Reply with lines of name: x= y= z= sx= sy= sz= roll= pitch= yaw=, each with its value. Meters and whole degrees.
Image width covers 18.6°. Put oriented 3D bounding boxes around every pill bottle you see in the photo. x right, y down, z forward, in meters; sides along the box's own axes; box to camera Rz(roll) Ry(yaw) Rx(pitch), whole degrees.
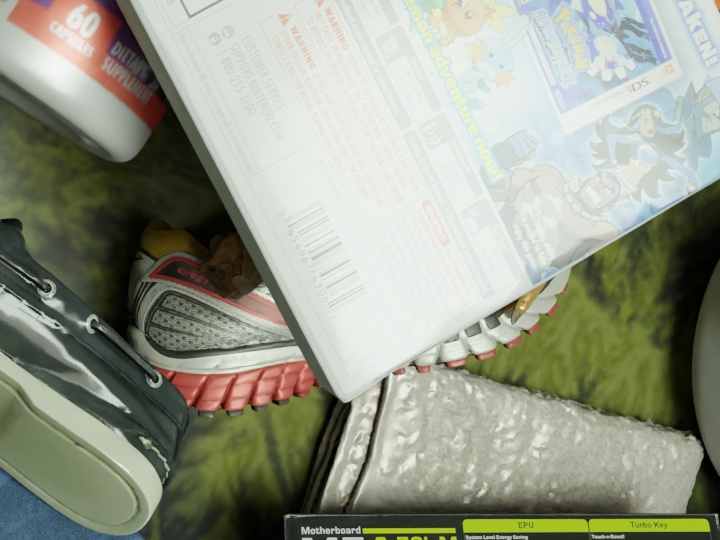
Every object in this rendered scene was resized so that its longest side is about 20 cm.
pill bottle: x=-0.077 y=-0.150 z=0.796 sx=0.111 sy=0.111 sz=0.201 roll=35 pitch=84 yaw=-31

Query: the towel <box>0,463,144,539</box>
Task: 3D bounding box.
towel: x=-0.094 y=0.145 z=0.818 sx=0.112 sy=0.200 sz=0.049 roll=-41 pitch=163 yaw=-54

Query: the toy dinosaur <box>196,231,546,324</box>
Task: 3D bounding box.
toy dinosaur: x=0.029 y=-0.036 z=0.803 sx=0.200 sy=0.060 sz=0.106 roll=-39 pitch=109 yaw=13

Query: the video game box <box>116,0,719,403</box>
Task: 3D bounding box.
video game box: x=0.022 y=-0.087 z=0.749 sx=0.182 sy=0.047 sz=0.201 roll=-29 pitch=103 yaw=-8

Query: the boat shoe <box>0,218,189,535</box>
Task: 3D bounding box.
boat shoe: x=-0.141 y=0.010 z=0.819 sx=0.199 sy=0.075 sz=0.066 roll=39 pitch=49 yaw=-6

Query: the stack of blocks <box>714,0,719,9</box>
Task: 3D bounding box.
stack of blocks: x=0.087 y=-0.111 z=0.839 sx=0.200 sy=0.059 sz=0.115 roll=-34 pitch=111 yaw=11

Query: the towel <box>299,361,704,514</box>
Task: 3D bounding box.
towel: x=0.062 y=0.115 z=0.983 sx=0.199 sy=0.034 sz=0.133 roll=16 pitch=94 yaw=-31

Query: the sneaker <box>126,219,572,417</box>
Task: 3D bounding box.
sneaker: x=0.000 y=0.000 z=0.896 sx=0.199 sy=0.078 sz=0.083 roll=-12 pitch=106 yaw=-27

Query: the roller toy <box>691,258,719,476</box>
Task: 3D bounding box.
roller toy: x=0.258 y=0.043 z=1.007 sx=0.182 sy=0.140 sz=0.201 roll=-29 pitch=113 yaw=-26

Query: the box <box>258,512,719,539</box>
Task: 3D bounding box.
box: x=0.063 y=0.196 z=0.895 sx=0.199 sy=0.048 sz=0.194 roll=1 pitch=66 yaw=-19
